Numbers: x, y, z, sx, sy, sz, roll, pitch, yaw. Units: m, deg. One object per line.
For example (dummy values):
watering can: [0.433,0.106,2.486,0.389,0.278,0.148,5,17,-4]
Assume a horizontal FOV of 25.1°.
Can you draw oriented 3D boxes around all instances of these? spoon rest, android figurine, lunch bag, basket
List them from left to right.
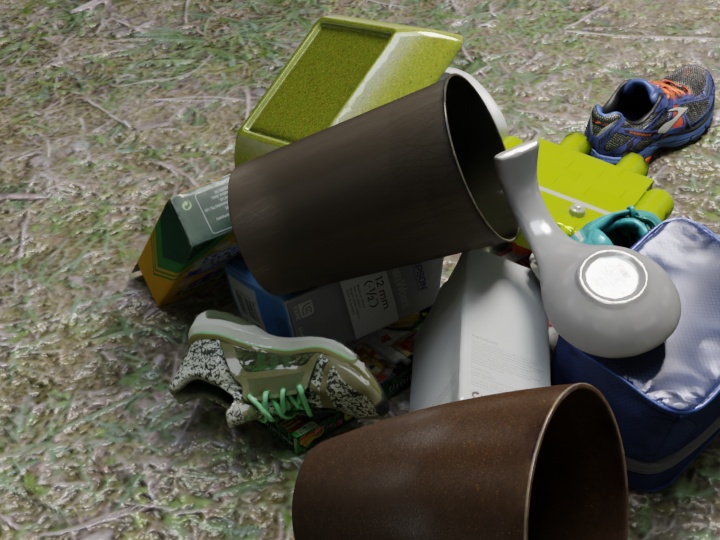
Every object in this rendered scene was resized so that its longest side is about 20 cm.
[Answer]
basket: [0.007,-0.060,1.286,0.199,0.136,0.180,-17,-10,17]
android figurine: [0.194,-0.070,1.502,0.182,0.041,0.200,24,35,20]
spoon rest: [0.166,-0.011,1.226,0.099,0.061,0.200,-22,55,-13]
lunch bag: [0.242,0.066,1.279,0.136,0.133,0.200,39,57,22]

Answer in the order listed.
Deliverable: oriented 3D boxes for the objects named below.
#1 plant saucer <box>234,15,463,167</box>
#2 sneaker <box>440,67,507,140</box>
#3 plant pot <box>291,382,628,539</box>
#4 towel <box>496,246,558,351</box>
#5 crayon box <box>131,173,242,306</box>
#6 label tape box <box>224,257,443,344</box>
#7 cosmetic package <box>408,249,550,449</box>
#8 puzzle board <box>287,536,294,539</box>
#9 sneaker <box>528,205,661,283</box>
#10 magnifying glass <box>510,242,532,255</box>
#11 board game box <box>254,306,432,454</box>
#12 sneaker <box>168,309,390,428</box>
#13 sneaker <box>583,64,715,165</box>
plant saucer: [-0.027,-0.157,1.472,0.200,0.048,0.200,-55,34,-9]
sneaker: [0.046,-0.157,1.553,0.099,0.071,0.200,-33,50,-27]
plant pot: [0.061,0.170,1.120,0.199,0.187,0.187,-1,34,29]
towel: [0.205,0.024,1.439,0.144,0.023,0.200,-24,38,-21]
crayon box: [-0.126,-0.030,1.455,0.125,0.200,0.052,-23,80,-23]
label tape box: [0.000,0.000,1.420,0.199,0.066,0.143,-22,21,-20]
cosmetic package: [0.093,0.087,1.273,0.081,0.113,0.200,22,37,-9]
puzzle board: [-0.002,0.239,1.171,0.200,0.017,0.151,-24,41,-23]
sneaker: [0.219,-0.016,1.353,0.078,0.080,0.200,57,32,7]
magnifying glass: [0.144,-0.072,1.560,0.079,0.022,0.200,-8,31,0]
board game box: [-0.009,0.079,1.387,0.200,0.024,0.105,-30,40,-30]
sneaker: [-0.070,0.100,1.302,0.199,0.077,0.089,12,52,30]
sneaker: [0.297,-0.163,1.635,0.075,0.079,0.200,25,45,33]
